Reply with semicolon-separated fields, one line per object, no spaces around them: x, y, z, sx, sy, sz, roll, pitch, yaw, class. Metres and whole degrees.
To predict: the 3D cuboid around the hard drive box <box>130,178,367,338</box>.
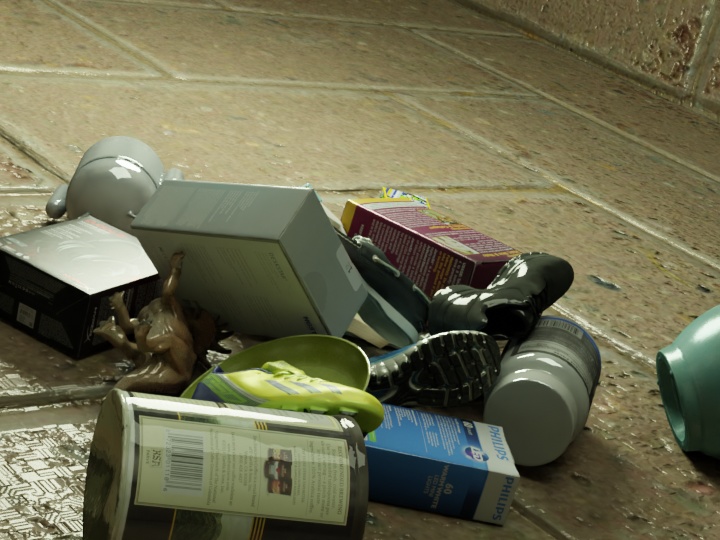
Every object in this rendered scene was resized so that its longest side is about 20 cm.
-0.115;-0.009;1.621;0.199;0.156;0.077;7;49;35;hard drive box

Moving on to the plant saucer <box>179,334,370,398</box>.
-0.083;0.129;1.479;0.199;0.031;0.200;-14;28;7;plant saucer

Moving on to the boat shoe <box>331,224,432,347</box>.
0.000;0.000;1.670;0.075;0.060;0.200;-2;-41;50;boat shoe

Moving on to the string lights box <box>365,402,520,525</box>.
0.045;0.179;1.515;0.199;0.059;0.103;13;20;-10;string lights box

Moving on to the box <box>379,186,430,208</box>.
0.062;-0.048;2.142;0.070;0.065;0.200;13;19;-10;box

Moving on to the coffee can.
-0.111;0.178;1.261;0.199;0.147;0.146;9;20;-19;coffee can

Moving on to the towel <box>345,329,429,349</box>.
0.055;0.052;1.912;0.199;0.032;0.191;14;20;-3;towel

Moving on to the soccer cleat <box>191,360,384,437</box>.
-0.065;0.110;1.392;0.199;0.065;0.084;-3;48;31;soccer cleat

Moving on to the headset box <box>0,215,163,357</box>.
-0.291;0.011;1.683;0.148;0.078;0.200;25;23;24;headset box

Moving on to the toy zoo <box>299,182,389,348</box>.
-0.032;-0.014;1.785;0.131;0.020;0.201;32;30;-61;toy zoo

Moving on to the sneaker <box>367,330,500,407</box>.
0.047;0.103;1.625;0.199;0.079;0.090;-15;14;-6;sneaker

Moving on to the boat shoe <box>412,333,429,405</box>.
0.077;0.101;1.736;0.199;0.070;0.071;-1;26;-41;boat shoe

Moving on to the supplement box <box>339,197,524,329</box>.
0.080;-0.005;1.877;0.199;0.104;0.131;27;18;32;supplement box

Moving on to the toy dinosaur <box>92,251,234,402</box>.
-0.192;0.079;1.588;0.085;0.136;0.200;-17;34;24;toy dinosaur

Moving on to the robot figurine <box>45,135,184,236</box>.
-0.298;-0.095;1.911;0.169;0.113;0.200;-13;21;2;robot figurine

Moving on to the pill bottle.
0.195;0.129;1.687;0.113;0.114;0.200;19;20;9;pill bottle

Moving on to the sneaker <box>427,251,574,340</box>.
0.170;0.040;1.716;0.199;0.076;0.091;-25;28;-33;sneaker

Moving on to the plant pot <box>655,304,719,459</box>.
0.414;0.133;1.777;0.133;0.201;0.200;-13;22;0;plant pot
